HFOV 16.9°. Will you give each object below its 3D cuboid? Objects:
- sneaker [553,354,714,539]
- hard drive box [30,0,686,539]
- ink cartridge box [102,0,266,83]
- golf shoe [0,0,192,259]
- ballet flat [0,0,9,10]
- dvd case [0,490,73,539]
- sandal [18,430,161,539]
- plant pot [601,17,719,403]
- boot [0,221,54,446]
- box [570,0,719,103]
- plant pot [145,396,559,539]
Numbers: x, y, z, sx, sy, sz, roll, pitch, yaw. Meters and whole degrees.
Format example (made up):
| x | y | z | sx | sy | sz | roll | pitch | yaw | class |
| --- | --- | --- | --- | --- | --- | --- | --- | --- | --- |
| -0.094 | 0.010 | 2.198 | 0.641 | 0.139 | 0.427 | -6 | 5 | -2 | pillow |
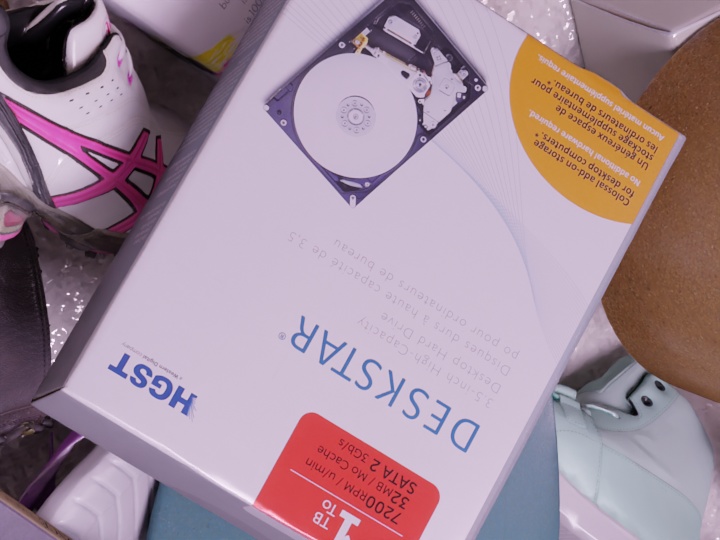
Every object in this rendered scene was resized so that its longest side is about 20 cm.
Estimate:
| x | y | z | sx | sy | sz | roll | pitch | yaw | class |
| --- | --- | --- | --- | --- | --- | --- | --- | --- | --- |
| 0.083 | 0.067 | 1.123 | 0.200 | 0.074 | 0.118 | 42 | 45 | -17 | sneaker |
| 0.000 | 0.000 | 0.880 | 0.156 | 0.077 | 0.200 | 31 | 77 | -11 | hard drive box |
| -0.053 | -0.141 | 0.940 | 0.200 | 0.068 | 0.115 | 34 | 88 | -37 | ink cartridge box |
| -0.103 | -0.056 | 0.897 | 0.092 | 0.073 | 0.200 | -58 | 159 | 14 | golf shoe |
| -0.200 | -0.043 | 0.887 | 0.200 | 0.070 | 0.065 | -44 | 134 | -7 | ballet flat |
| -0.189 | 0.131 | 0.888 | 0.200 | 0.016 | 0.149 | 40 | 92 | -31 | dvd case |
| -0.103 | 0.081 | 0.994 | 0.203 | 0.050 | 0.083 | -52 | 150 | -31 | sandal |
| 0.227 | 0.002 | 0.998 | 0.186 | 0.200 | 0.187 | -12 | 116 | -27 | plant pot |
| -0.192 | 0.076 | 0.940 | 0.174 | 0.069 | 0.200 | -18 | 129 | -38 | boot |
| 0.170 | -0.047 | 1.114 | 0.095 | 0.078 | 0.200 | -28 | 121 | -20 | box |
| 0.000 | 0.096 | 1.002 | 0.141 | 0.141 | 0.201 | -12 | 112 | -63 | plant pot |
